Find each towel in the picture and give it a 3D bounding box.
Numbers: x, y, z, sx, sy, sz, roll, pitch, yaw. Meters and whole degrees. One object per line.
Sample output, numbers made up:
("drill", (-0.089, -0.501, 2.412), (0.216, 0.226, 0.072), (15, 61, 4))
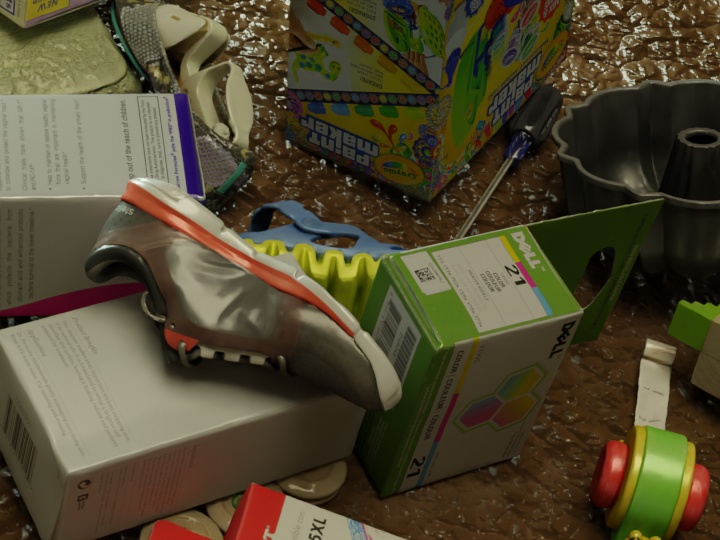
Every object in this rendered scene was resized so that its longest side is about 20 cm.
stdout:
("towel", (-0.261, -0.145, 1.488), (0.200, 0.036, 0.148), (-20, 56, -30))

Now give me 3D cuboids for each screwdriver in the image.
("screwdriver", (0.097, -0.065, 1.527), (0.028, 0.029, 0.200), (26, 50, 8))

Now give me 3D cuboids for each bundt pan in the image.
("bundt pan", (0.227, -0.057, 1.491), (0.202, 0.076, 0.202), (0, 29, 0))

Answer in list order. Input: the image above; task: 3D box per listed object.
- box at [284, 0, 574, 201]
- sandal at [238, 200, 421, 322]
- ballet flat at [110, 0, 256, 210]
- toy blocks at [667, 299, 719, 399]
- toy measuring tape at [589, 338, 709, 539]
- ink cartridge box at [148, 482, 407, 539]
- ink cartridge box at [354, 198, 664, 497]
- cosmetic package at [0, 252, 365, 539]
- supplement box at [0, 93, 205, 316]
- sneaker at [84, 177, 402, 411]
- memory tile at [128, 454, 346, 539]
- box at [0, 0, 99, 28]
("box", (0.053, -0.192, 1.503), (0.122, 0.193, 0.200), (25, 46, 21))
("sandal", (0.000, 0.000, 1.406), (0.200, 0.080, 0.087), (14, 33, -8))
("ballet flat", (-0.111, -0.130, 1.492), (0.072, 0.072, 0.200), (-7, 53, -21))
("toy blocks", (0.316, 0.063, 1.435), (0.200, 0.100, 0.137), (30, 34, 24))
("toy measuring tape", (0.184, 0.103, 1.366), (0.074, 0.074, 0.200), (17, 47, -1))
("ink cartridge box", (-0.027, 0.197, 1.211), (0.200, 0.067, 0.116), (20, 47, -5))
("ink cartridge box", (0.098, 0.044, 1.341), (0.200, 0.148, 0.076), (-13, 54, -26))
("cosmetic package", (-0.106, 0.073, 1.282), (0.200, 0.081, 0.113), (-13, 54, -28))
("supplement box", (-0.202, -0.039, 1.349), (0.200, 0.101, 0.103), (-2, 44, -12))
("sneaker", (-0.070, 0.032, 1.243), (0.200, 0.077, 0.082), (34, 76, 14))
("memory tile", (-0.117, 0.091, 1.328), (0.153, 0.017, 0.200), (-29, 61, -35))
("box", (-0.227, -0.276, 1.543), (0.200, 0.097, 0.176), (36, 43, 30))
